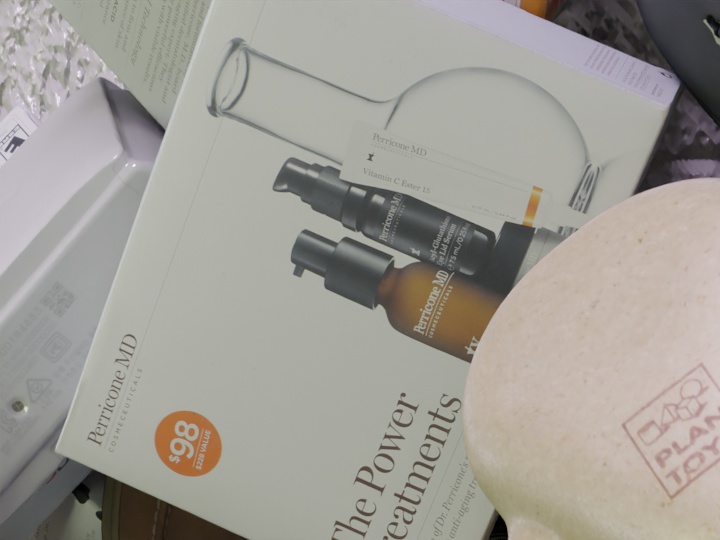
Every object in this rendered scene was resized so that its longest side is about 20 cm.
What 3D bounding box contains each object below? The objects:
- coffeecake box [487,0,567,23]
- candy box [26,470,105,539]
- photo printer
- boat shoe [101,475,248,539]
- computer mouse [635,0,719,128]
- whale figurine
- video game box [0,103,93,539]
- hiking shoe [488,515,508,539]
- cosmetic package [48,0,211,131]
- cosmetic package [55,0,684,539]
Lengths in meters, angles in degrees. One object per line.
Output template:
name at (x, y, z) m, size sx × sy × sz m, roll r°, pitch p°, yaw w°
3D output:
coffeecake box at (0.006, -0.192, 0.770) m, size 0.153 × 0.073 × 0.200 m, roll 11°, pitch 108°, yaw 10°
candy box at (-0.095, 0.181, 1.029) m, size 0.200 × 0.071 × 0.168 m, roll 36°, pitch 122°, yaw 45°
photo printer at (-0.129, 0.005, 0.913) m, size 0.166 × 0.069 × 0.200 m, roll -49°, pitch 16°, yaw 5°
boat shoe at (-0.050, 0.059, 0.907) m, size 0.064 × 0.071 × 0.200 m, roll -10°, pitch 62°, yaw 46°
computer mouse at (0.147, -0.081, 0.679) m, size 0.200 × 0.046 × 0.141 m, roll 59°, pitch 139°, yaw 30°
whale figurine at (0.113, 0.064, 0.651) m, size 0.159 × 0.104 × 0.200 m, roll -40°, pitch 39°, yaw 7°
video game box at (-0.178, 0.042, 1.049) m, size 0.200 × 0.047 × 0.182 m, roll -46°, pitch 42°, yaw 0°
hiking shoe at (0.034, 0.123, 0.840) m, size 0.200 × 0.076 × 0.101 m, roll 30°, pitch 122°, yaw 49°
cosmetic package at (-0.033, -0.091, 0.881) m, size 0.200 × 0.102 × 0.074 m, roll 44°, pitch 130°, yaw 40°
cosmetic package at (0.000, 0.000, 0.764) m, size 0.151 × 0.052 × 0.200 m, roll 24°, pitch 110°, yaw 8°
